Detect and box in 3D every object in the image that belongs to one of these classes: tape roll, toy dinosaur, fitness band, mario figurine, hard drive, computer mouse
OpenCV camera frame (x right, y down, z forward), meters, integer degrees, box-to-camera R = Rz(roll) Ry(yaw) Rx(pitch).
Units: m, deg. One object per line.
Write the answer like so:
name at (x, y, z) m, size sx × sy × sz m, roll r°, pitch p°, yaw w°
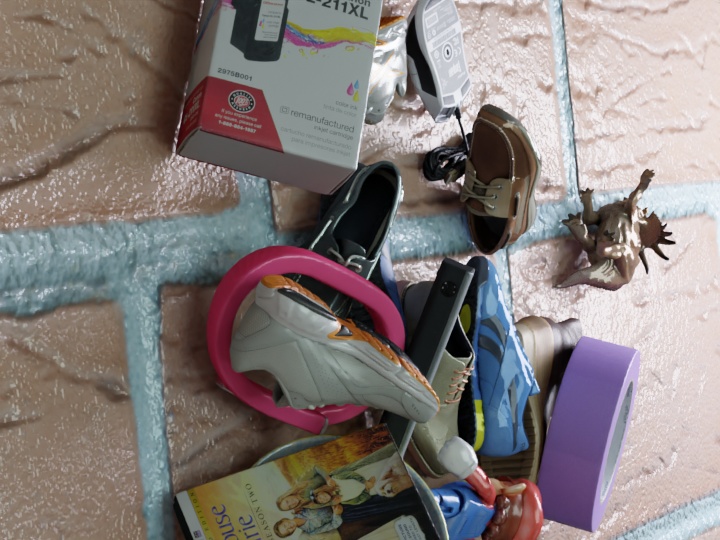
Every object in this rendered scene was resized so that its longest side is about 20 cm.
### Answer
tape roll at (0.245, 0.175, 1.902) m, size 0.200 × 0.065 × 0.202 m, roll 14°, pitch 90°, yaw -76°
toy dinosaur at (0.302, -0.027, 2.058) m, size 0.201 × 0.085 × 0.136 m, roll -57°, pitch 137°, yaw -32°
fitness band at (-0.048, 0.061, 1.545) m, size 0.199 × 0.037 × 0.145 m, roll 27°, pitch 93°, yaw -35°
mario figurine at (0.093, 0.231, 1.745) m, size 0.199 × 0.123 × 0.107 m, roll 6°, pitch 63°, yaw -41°
hard drive at (0.055, 0.088, 1.642) m, size 0.140 × 0.033 × 0.202 m, roll -27°, pitch 139°, yaw -85°
computer mouse at (0.081, -0.192, 1.809) m, size 0.109 × 0.044 × 0.202 m, roll -36°, pitch 121°, yaw -44°

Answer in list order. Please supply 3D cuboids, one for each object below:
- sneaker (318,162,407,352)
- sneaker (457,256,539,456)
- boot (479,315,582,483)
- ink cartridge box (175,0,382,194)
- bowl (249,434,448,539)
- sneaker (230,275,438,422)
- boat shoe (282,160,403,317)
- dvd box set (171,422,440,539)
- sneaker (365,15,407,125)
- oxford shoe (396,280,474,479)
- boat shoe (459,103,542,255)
sneaker at (0.000, 0.000, 1.675) m, size 0.078 × 0.065 × 0.202 m, roll 101°, pitch -22°, yaw -80°
sneaker at (0.139, 0.087, 1.802) m, size 0.078 × 0.066 × 0.203 m, roll 1°, pitch 83°, yaw -17°
boot at (0.196, 0.149, 1.904) m, size 0.166 × 0.072 × 0.202 m, roll 1°, pitch 93°, yaw -59°
ink cartridge box at (-0.067, -0.186, 1.523) m, size 0.144 × 0.083 × 0.202 m, roll 13°, pitch 73°, yaw -16°
bowl at (-0.030, 0.257, 1.540) m, size 0.108 × 0.198 × 0.201 m, roll 110°, pitch 3°, yaw -58°
sneaker at (-0.025, 0.087, 1.500) m, size 0.199 × 0.076 × 0.092 m, roll 32°, pitch 98°, yaw -22°
boat shoe at (-0.020, -0.016, 1.598) m, size 0.072 × 0.062 × 0.201 m, roll 31°, pitch 69°, yaw -1°
dvd box set at (-0.040, 0.222, 1.477) m, size 0.198 × 0.029 × 0.147 m, roll -16°, pitch 64°, yaw -20°
sneaker at (-0.009, -0.172, 1.661) m, size 0.200 × 0.075 × 0.093 m, roll -36°, pitch 119°, yaw -48°
oxford shoe at (0.076, 0.109, 1.741) m, size 0.071 × 0.073 × 0.202 m, roll -26°, pitch 108°, yaw -54°
boat shoe at (0.140, -0.086, 1.811) m, size 0.072 × 0.075 × 0.201 m, roll -49°, pitch 149°, yaw -24°
